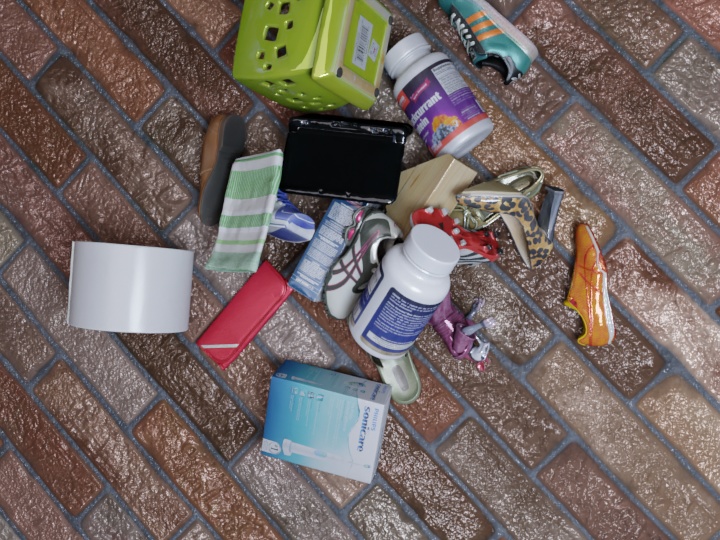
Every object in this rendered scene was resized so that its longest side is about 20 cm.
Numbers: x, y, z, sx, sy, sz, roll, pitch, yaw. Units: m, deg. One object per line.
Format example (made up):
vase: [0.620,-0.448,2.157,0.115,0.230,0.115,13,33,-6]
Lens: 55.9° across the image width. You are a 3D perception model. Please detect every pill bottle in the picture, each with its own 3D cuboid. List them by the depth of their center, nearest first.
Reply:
pill bottle: [0.068,0.031,1.025,0.110,0.111,0.201,36,127,8]
pill bottle: [0.123,-0.288,1.130,0.111,0.111,0.202,-34,84,7]

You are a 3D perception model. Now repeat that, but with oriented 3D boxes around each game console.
game console: [-0.021,-0.192,1.136,0.196,0.176,0.119,8,107,9]

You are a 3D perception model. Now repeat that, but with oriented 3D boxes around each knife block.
knife block: [0.094,-0.077,1.112,0.198,0.063,0.179,-15,66,44]

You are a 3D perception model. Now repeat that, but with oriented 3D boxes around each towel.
towel: [-0.190,-0.096,1.113,0.151,0.023,0.204,0,72,49]

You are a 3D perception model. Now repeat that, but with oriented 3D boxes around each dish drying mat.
dish drying mat: [-0.208,0.082,1.224,0.077,0.018,0.201,42,95,8]

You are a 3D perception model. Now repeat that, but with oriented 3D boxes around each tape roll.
tape roll: [-0.390,0.028,1.163,0.199,0.203,0.142,4,90,9]

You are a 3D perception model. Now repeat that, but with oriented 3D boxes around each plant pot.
plant pot: [-0.065,-0.371,1.094,0.179,0.198,0.204,13,92,29]

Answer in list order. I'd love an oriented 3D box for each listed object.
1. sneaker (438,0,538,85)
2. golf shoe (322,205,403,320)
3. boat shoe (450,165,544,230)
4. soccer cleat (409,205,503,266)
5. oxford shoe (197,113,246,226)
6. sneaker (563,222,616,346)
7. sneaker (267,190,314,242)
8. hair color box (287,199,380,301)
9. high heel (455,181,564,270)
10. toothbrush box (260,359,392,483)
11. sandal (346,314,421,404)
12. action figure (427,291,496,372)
sneaker: [0.199,-0.395,1.140,0.199,0.071,0.080,40,91,6]
golf shoe: [0.000,0.000,1.093,0.088,0.077,0.203,32,114,31]
boat shoe: [0.213,-0.116,1.137,0.198,0.063,0.074,-25,85,8]
soccer cleat: [0.144,-0.046,1.092,0.085,0.198,0.070,-31,56,43]
oxford shoe: [-0.261,-0.182,1.224,0.070,0.071,0.204,15,92,37]
sneaker: [0.367,0.024,1.108,0.076,0.073,0.204,-8,85,19]
sneaker: [-0.154,-0.122,1.162,0.198,0.080,0.117,14,80,44]
hair color box: [-0.042,-0.048,1.158,0.060,0.100,0.202,30,93,10]
high heel: [0.232,-0.065,1.089,0.196,0.072,0.145,0,115,-21]
toothbrush box: [-0.057,0.253,1.148,0.196,0.085,0.149,12,105,10]
sandal: [0.044,0.135,1.162,0.079,0.057,0.203,-32,85,8]
action figure: [0.139,0.086,1.110,0.148,0.134,0.202,-34,81,8]
